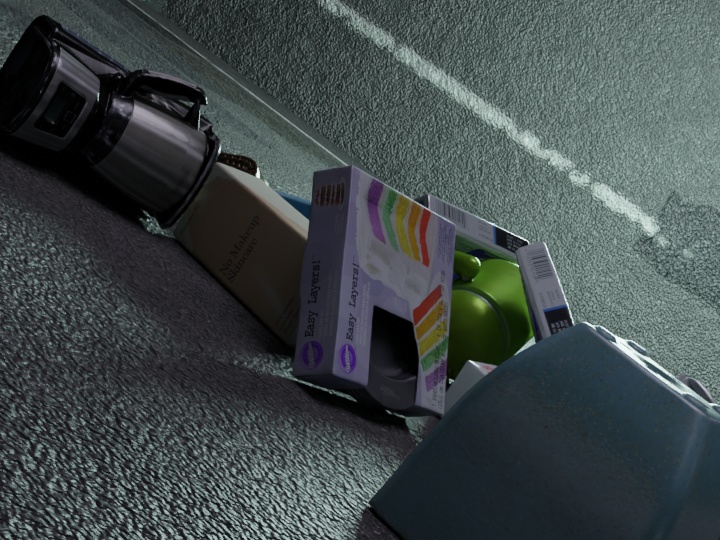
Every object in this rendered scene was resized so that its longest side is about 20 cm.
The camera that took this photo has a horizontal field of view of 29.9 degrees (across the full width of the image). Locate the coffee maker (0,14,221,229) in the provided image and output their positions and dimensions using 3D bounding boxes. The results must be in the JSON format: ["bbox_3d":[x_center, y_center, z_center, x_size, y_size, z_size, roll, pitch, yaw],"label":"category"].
[{"bbox_3d":[-0.264,-0.146,1.332,0.199,0.136,0.191,31,-15,-31],"label":"coffee maker"}]

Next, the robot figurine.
[{"bbox_3d":[0.147,0.059,1.633,0.115,0.177,0.200,1,21,34],"label":"robot figurine"}]

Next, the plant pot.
[{"bbox_3d":[0.166,0.154,0.987,0.196,0.201,0.195,38,9,29],"label":"plant pot"}]

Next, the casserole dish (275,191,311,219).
[{"bbox_3d":[-0.101,-0.048,1.504,0.120,0.039,0.200,18,18,8],"label":"casserole dish"}]

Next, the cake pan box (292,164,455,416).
[{"bbox_3d":[0.017,0.027,1.234,0.052,0.202,0.184,-7,-21,37],"label":"cake pan box"}]

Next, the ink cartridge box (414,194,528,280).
[{"bbox_3d":[0.082,-0.024,1.737,0.197,0.044,0.199,21,-30,-41],"label":"ink cartridge box"}]

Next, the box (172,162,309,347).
[{"bbox_3d":[-0.085,-0.013,1.320,0.200,0.095,0.077,39,11,35],"label":"box"}]

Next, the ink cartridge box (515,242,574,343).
[{"bbox_3d":[0.227,0.105,1.528,0.199,0.043,0.201,-100,175,-55],"label":"ink cartridge box"}]

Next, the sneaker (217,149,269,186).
[{"bbox_3d":[-0.175,-0.110,1.672,0.199,0.067,0.090,28,-22,45],"label":"sneaker"}]

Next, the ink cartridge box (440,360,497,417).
[{"bbox_3d":[0.155,0.157,1.406,0.199,0.068,0.115,38,8,24],"label":"ink cartridge box"}]

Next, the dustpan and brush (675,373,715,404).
[{"bbox_3d":[0.366,0.226,1.475,0.202,0.139,0.057,65,-24,1],"label":"dustpan and brush"}]
